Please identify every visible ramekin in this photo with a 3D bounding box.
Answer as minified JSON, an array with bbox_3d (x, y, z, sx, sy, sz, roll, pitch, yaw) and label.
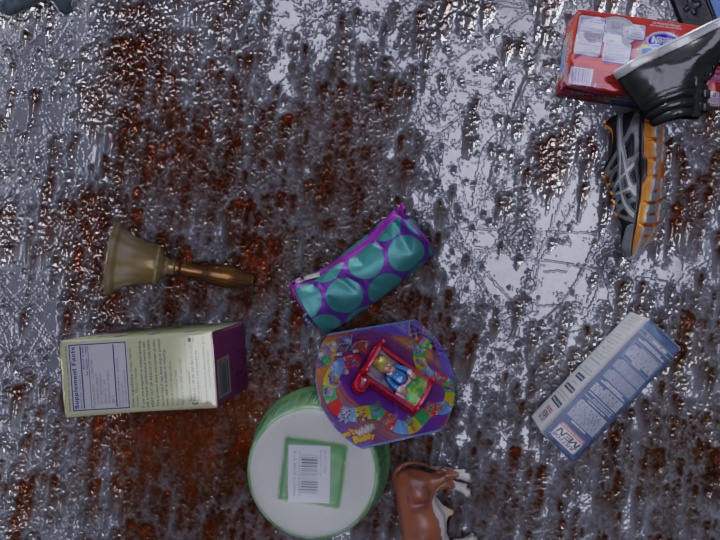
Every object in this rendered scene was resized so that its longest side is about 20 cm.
[{"bbox_3d":[-0.059,0.264,1.201,0.198,0.098,0.202,0,92,5],"label":"ramekin"}]

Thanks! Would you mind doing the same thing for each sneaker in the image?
[{"bbox_3d":[0.361,-0.116,1.177,0.077,0.078,0.202,7,97,32],"label":"sneaker"},{"bbox_3d":[0.418,-0.243,1.071,0.199,0.071,0.100,-26,91,10],"label":"sneaker"}]

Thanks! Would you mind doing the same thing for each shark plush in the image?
[{"bbox_3d":[-0.419,-0.405,1.186,0.199,0.083,0.091,-16,101,47],"label":"shark plush"}]

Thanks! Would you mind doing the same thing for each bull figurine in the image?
[{"bbox_3d":[0.100,0.359,1.208,0.120,0.065,0.202,-8,93,1],"label":"bull figurine"}]

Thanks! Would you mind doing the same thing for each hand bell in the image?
[{"bbox_3d":[-0.247,-0.003,1.230,0.198,0.104,0.105,8,92,-7],"label":"hand bell"}]

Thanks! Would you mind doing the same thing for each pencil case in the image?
[{"bbox_3d":[0.000,0.000,1.196,0.199,0.085,0.093,-36,122,4],"label":"pencil case"}]

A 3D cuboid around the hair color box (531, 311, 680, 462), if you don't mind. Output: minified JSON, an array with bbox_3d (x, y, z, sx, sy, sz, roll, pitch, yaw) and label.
[{"bbox_3d":[0.319,0.150,1.166,0.060,0.100,0.200,43,95,1],"label":"hair color box"}]

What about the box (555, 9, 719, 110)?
[{"bbox_3d":[0.365,-0.268,1.154,0.198,0.095,0.101,9,93,4],"label":"box"}]

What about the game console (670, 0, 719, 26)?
[{"bbox_3d":[0.495,-0.418,1.130,0.198,0.116,0.177,-21,89,6],"label":"game console"}]

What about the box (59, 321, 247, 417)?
[{"bbox_3d":[-0.267,0.128,1.177,0.198,0.176,0.098,-4,91,5],"label":"box"}]

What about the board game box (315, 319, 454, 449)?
[{"bbox_3d":[0.041,0.142,1.167,0.198,0.039,0.159,-8,71,-22],"label":"board game box"}]
